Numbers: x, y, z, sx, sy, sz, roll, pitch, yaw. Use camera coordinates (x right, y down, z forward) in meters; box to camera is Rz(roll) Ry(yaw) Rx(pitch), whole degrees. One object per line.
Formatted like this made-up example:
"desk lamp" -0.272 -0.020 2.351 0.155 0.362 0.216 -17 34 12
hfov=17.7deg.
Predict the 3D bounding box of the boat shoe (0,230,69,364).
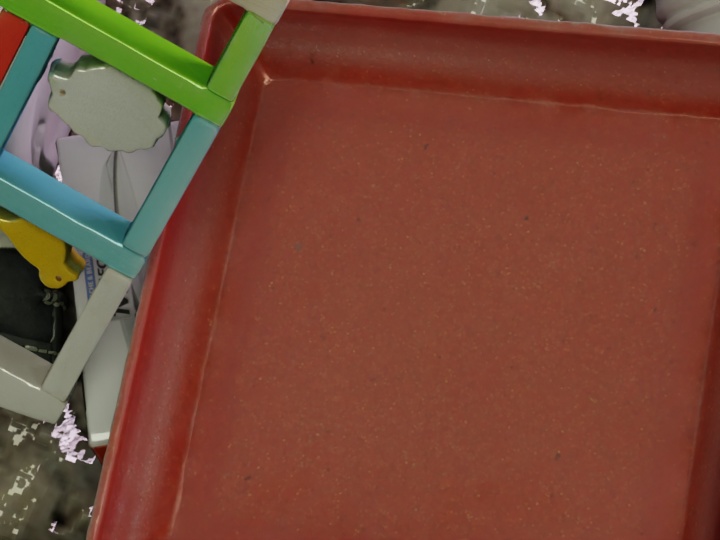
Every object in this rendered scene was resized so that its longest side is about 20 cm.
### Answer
"boat shoe" -0.200 0.020 0.801 0.198 0.072 0.068 -3 90 -2

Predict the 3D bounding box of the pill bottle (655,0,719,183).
"pill bottle" 0.154 -0.018 0.794 0.110 0.111 0.202 -8 83 -2

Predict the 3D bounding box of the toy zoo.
"toy zoo" -0.122 -0.037 0.724 0.131 0.020 0.201 29 115 -8

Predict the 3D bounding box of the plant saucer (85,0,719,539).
"plant saucer" 0.029 0.017 0.733 0.198 0.037 0.201 6 73 15

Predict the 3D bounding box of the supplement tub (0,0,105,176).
"supplement tub" -0.192 -0.104 0.786 0.199 0.132 0.133 15 83 0

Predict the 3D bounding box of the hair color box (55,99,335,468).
"hair color box" 0.000 0.000 0.806 0.198 0.064 0.112 -8 74 -3
